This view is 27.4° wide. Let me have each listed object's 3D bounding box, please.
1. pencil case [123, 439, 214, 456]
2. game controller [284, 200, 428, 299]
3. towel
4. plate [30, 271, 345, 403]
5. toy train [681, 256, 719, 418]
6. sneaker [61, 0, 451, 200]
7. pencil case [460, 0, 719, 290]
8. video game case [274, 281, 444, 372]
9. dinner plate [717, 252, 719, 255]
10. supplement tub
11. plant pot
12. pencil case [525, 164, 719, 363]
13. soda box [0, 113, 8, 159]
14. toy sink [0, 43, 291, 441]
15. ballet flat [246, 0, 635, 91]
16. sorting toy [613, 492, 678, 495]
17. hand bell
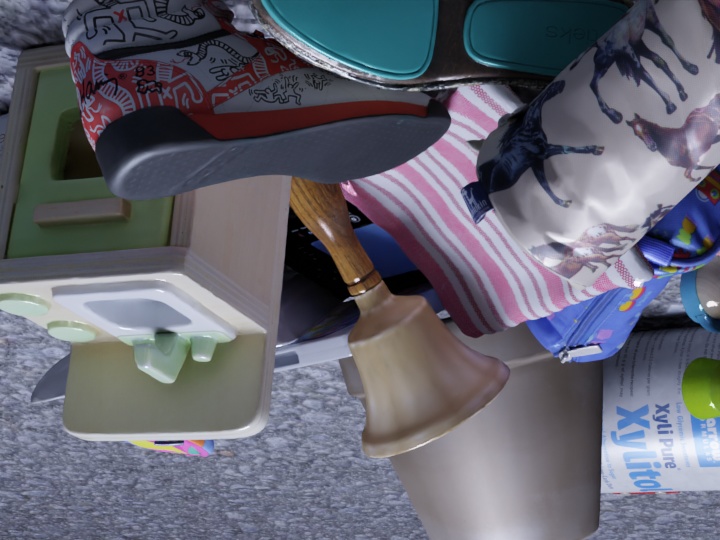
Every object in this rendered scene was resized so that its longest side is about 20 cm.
[{"bbox_3d":[-0.103,0.016,0.896,0.088,0.201,0.088,15,165,4],"label":"pencil case"},{"bbox_3d":[0.026,-0.023,0.994,0.104,0.042,0.199,22,153,-40],"label":"game controller"},{"bbox_3d":[0.068,-0.029,0.845,0.146,0.030,0.200,48,156,-8],"label":"towel"},{"bbox_3d":[-0.118,0.041,1.077,0.198,0.033,0.200,-13,-173,15],"label":"plate"},{"bbox_3d":[0.247,0.075,0.904,0.084,0.201,0.115,20,161,-36],"label":"toy train"},{"bbox_3d":[-0.050,-0.101,0.735,0.200,0.108,0.067,-9,157,-35],"label":"sneaker"},{"bbox_3d":[0.132,-0.084,0.644,0.200,0.090,0.078,-46,173,30],"label":"pencil case"},{"bbox_3d":[-0.023,0.043,1.053,0.143,0.018,0.199,-24,-174,-41],"label":"video game case"},{"bbox_3d":[0.225,-0.050,0.904,0.199,0.024,0.200,4,159,2],"label":"dinner plate"},{"bbox_3d":[0.249,0.112,1.189,0.199,0.133,0.132,-7,158,28],"label":"supplement tub"},{"bbox_3d":[0.098,0.114,1.071,0.199,0.175,0.200,-14,179,0],"label":"plant pot"},{"bbox_3d":[0.153,-0.005,0.888,0.078,0.087,0.200,17,158,-3],"label":"pencil case"},{"bbox_3d":[-0.153,-0.036,0.956,0.063,0.069,0.200,-11,155,34],"label":"soda box"},{"bbox_3d":[-0.122,-0.018,0.807,0.129,0.201,0.112,-3,159,23],"label":"toy sink"},{"bbox_3d":[0.038,-0.117,0.714,0.198,0.068,0.075,7,-178,-11],"label":"ballet flat"},{"bbox_3d":[0.295,0.164,1.412,0.199,0.070,0.199,-5,158,25],"label":"sorting toy"},{"bbox_3d":[0.000,0.000,0.892,0.104,0.201,0.104,-28,-170,6],"label":"hand bell"}]
